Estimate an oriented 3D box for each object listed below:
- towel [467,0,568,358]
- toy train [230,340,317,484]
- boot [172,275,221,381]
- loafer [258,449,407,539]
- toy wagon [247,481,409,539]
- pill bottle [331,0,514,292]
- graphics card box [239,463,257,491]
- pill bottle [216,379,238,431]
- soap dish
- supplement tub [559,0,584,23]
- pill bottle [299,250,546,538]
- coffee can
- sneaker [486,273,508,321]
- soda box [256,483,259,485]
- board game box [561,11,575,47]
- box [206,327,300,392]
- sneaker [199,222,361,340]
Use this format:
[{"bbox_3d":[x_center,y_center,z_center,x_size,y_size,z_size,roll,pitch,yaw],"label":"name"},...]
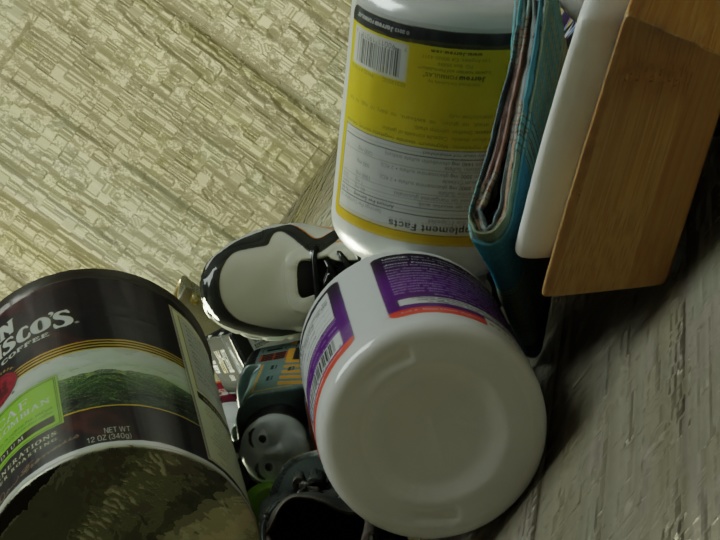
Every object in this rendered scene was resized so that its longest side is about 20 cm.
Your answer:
[{"bbox_3d":[0.088,-0.050,1.341,0.200,0.022,0.147,64,-144,-69],"label":"towel"},{"bbox_3d":[-0.018,0.082,1.519,0.114,0.085,0.200,-11,10,5],"label":"toy train"},{"bbox_3d":[-0.068,0.045,1.953,0.200,0.155,0.072,-56,6,-8],"label":"boot"},{"bbox_3d":[-0.015,0.137,1.274,0.072,0.063,0.200,-20,28,3],"label":"loafer"},{"bbox_3d":[-0.062,0.196,1.368,0.200,0.040,0.155,-47,26,-3],"label":"toy wagon"},{"bbox_3d":[0.042,-0.065,1.440,0.112,0.112,0.200,-70,-14,-68],"label":"pill bottle"},{"bbox_3d":[-0.112,0.205,1.601,0.125,0.051,0.200,-58,-13,-35],"label":"graphics card box"},{"bbox_3d":[-0.085,0.139,1.780,0.110,0.110,0.200,-54,6,2],"label":"pill bottle"},{"bbox_3d":[0.144,-0.095,1.269,0.200,0.081,0.157,-63,-11,-56],"label":"soap dish"},{"bbox_3d":[0.198,-0.220,1.410,0.200,0.145,0.145,-49,8,37],"label":"supplement tub"},{"bbox_3d":[0.026,0.053,1.314,0.111,0.111,0.200,-54,12,9],"label":"pill bottle"},{"bbox_3d":[-0.138,0.108,1.393,0.146,0.146,0.200,-53,25,15],"label":"coffee can"},{"bbox_3d":[0.082,-0.028,1.544,0.200,0.083,0.072,-56,6,-11],"label":"sneaker"},{"bbox_3d":[-0.079,0.220,1.468,0.200,0.068,0.064,-58,-2,-35],"label":"soda box"},{"bbox_3d":[0.179,-0.169,1.699,0.200,0.057,0.165,-48,10,48],"label":"board game box"},{"bbox_3d":[-0.003,0.017,1.726,0.200,0.044,0.160,-28,2,-11],"label":"box"},{"bbox_3d":[0.000,0.000,1.598,0.080,0.200,0.074,159,104,-74],"label":"sneaker"}]
